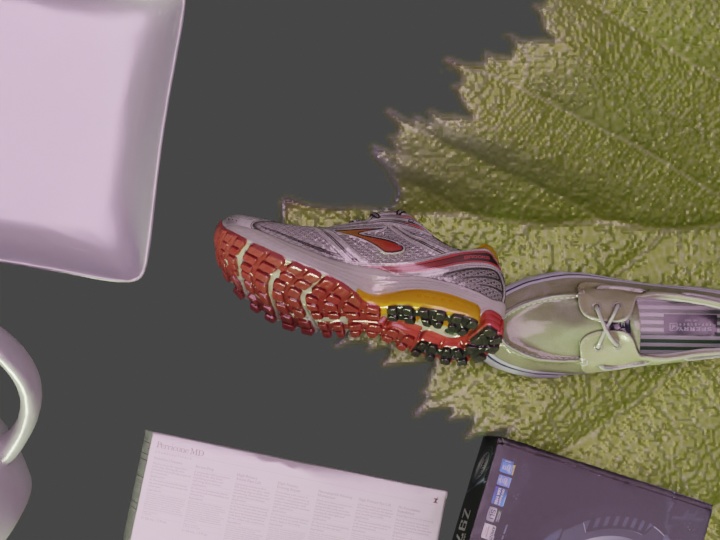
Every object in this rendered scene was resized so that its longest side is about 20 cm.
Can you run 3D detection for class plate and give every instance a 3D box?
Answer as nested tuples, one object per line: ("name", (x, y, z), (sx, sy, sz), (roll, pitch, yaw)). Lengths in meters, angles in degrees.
("plate", (-0.225, -0.103, 1.318), (0.199, 0.032, 0.201), (9, 86, -12))

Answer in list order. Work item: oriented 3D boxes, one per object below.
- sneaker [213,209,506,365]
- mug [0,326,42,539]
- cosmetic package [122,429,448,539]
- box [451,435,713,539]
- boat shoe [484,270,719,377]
("sneaker", (0.000, 0.000, 1.348), (0.199, 0.078, 0.082), (16, 56, -5))
("mug", (-0.278, 0.097, 1.226), (0.175, 0.148, 0.200), (40, 116, -17))
("cosmetic package", (-0.050, 0.163, 1.332), (0.199, 0.051, 0.083), (13, 87, -11))
("box", (0.132, 0.229, 1.370), (0.160, 0.044, 0.200), (19, 84, -10))
("boat shoe", (0.173, 0.034, 1.377), (0.199, 0.062, 0.072), (-4, 88, -10))
